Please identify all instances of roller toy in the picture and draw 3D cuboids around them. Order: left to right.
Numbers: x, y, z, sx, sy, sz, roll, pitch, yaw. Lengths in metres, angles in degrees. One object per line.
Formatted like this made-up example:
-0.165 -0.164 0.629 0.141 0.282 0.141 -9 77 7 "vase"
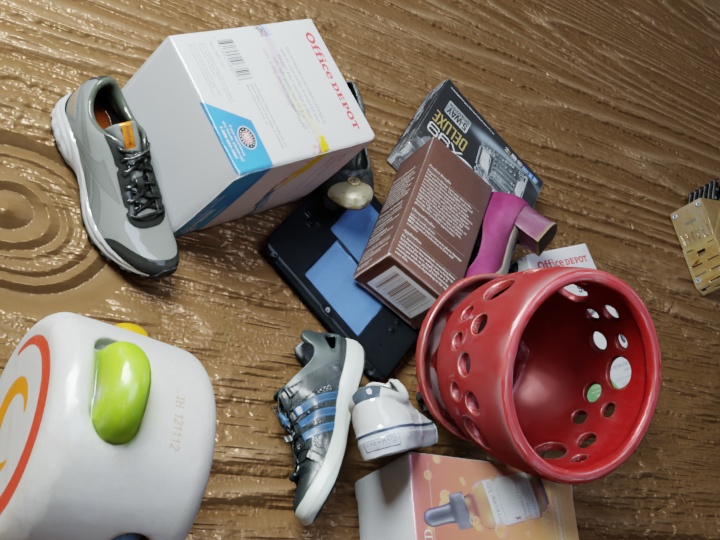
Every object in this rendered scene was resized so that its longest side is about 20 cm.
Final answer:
-0.195 0.134 0.732 0.139 0.200 0.184 22 88 -31 "roller toy"

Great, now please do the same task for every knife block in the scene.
0.608 -0.059 1.665 0.174 0.064 0.202 4 63 -40 "knife block"

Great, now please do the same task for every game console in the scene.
0.000 0.000 1.099 0.200 0.031 0.177 49 43 -8 "game console"

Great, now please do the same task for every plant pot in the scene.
0.165 0.098 0.980 0.199 0.182 0.203 0 89 -30 "plant pot"

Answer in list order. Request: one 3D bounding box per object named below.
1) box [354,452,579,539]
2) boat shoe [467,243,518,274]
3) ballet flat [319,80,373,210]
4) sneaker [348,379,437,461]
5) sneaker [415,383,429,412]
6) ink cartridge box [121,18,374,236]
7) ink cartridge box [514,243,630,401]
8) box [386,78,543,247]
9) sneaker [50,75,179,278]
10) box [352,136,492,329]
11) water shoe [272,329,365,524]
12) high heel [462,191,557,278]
0.107 0.274 0.960 0.198 0.106 0.154 12 58 -28 "box"
0.165 0.014 1.186 0.070 0.066 0.201 19 37 -54 "boat shoe"
-0.020 -0.141 1.113 0.066 0.057 0.201 7 43 -16 "ballet flat"
0.033 0.140 0.953 0.200 0.072 0.071 55 22 -79 "sneaker"
0.146 0.120 1.131 0.199 0.071 0.099 16 58 -34 "sneaker"
-0.119 -0.144 0.990 0.199 0.144 0.148 -21 81 -47 "ink cartridge box"
0.258 0.076 1.250 0.145 0.084 0.202 -10 74 -46 "ink cartridge box"
0.140 -0.129 1.289 0.200 0.050 0.158 45 44 -13 "box"
-0.221 -0.086 0.913 0.074 0.079 0.201 -20 82 -48 "sneaker"
0.073 -0.045 1.120 0.100 0.075 0.201 39 49 -17 "box"
-0.052 0.148 0.952 0.078 0.072 0.201 18 49 -5 "water shoe"
0.133 -0.012 1.138 0.096 0.068 0.200 33 58 30 "high heel"
